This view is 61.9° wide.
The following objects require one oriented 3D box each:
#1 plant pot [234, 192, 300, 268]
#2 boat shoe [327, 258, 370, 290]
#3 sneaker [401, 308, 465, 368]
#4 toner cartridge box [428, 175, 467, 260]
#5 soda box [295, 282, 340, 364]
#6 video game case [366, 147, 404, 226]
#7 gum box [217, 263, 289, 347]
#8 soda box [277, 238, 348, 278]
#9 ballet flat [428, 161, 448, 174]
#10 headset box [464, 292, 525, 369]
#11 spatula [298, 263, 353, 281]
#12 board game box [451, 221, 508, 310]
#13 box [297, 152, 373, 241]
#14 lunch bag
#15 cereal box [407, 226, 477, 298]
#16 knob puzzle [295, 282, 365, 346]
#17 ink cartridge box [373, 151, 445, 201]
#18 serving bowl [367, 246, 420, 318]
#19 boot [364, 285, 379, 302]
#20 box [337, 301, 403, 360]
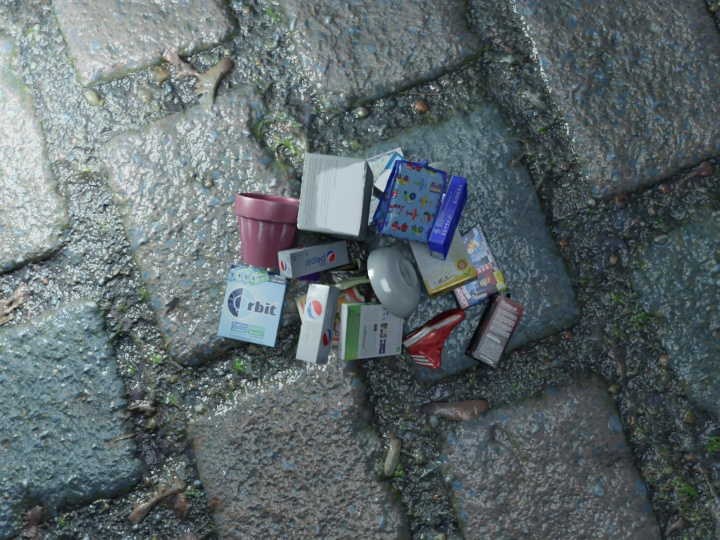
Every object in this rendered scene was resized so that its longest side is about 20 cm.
[{"bbox_3d":[-0.253,-0.109,1.646,0.194,0.200,0.185,9,100,1],"label":"plant pot"},{"bbox_3d":[-0.001,0.000,1.658,0.196,0.072,0.068,-18,111,-19],"label":"boat shoe"},{"bbox_3d":[0.222,0.193,1.662,0.197,0.078,0.117,-30,95,21],"label":"sneaker"},{"bbox_3d":[0.235,-0.140,1.600,0.042,0.095,0.204,16,69,17],"label":"toner cartridge box"},{"bbox_3d":[-0.112,0.140,1.589,0.066,0.063,0.206,8,85,29],"label":"soda box"},{"bbox_3d":[0.054,-0.236,1.726,0.195,0.022,0.187,-19,85,-1],"label":"video game case"},{"bbox_3d":[-0.300,0.098,1.692,0.165,0.045,0.206,11,85,2],"label":"gum box"},{"bbox_3d":[-0.126,-0.035,1.632,0.197,0.063,0.070,-17,106,-39],"label":"soda box"},{"bbox_3d":[0.154,-0.235,1.614,0.196,0.069,0.071,-26,85,-2],"label":"ballet flat"},{"bbox_3d":[0.366,0.156,1.627,0.074,0.149,0.204,26,87,3],"label":"headset box"},{"bbox_3d":[-0.082,-0.001,1.701,0.194,0.057,0.021,-12,54,-7],"label":"spatula"},{"bbox_3d":[0.284,0.000,1.685,0.195,0.062,0.205,-24,86,0],"label":"board game box"},{"bbox_3d":[-0.061,-0.192,1.617,0.166,0.199,0.207,6,89,6],"label":"box"},{"bbox_3d":[0.135,-0.190,1.557,0.146,0.095,0.204,11,115,-19],"label":"lunch bag"},{"bbox_3d":[0.219,-0.042,1.637,0.140,0.040,0.204,-21,64,4],"label":"cereal box"},{"bbox_3d":[-0.077,0.116,1.648,0.213,0.031,0.225,-7,58,11],"label":"knob puzzle"},{"bbox_3d":[0.144,-0.222,1.680,0.198,0.068,0.117,35,87,2],"label":"ink cartridge box"},{"bbox_3d":[0.104,0.021,1.614,0.065,0.199,0.204,-29,85,31],"label":"serving bowl"},{"bbox_3d":[-0.006,0.117,1.680,0.182,0.064,0.205,25,86,-3],"label":"boot"},{"bbox_3d":[0.031,0.159,1.618,0.196,0.036,0.149,0,98,-37],"label":"box"}]
